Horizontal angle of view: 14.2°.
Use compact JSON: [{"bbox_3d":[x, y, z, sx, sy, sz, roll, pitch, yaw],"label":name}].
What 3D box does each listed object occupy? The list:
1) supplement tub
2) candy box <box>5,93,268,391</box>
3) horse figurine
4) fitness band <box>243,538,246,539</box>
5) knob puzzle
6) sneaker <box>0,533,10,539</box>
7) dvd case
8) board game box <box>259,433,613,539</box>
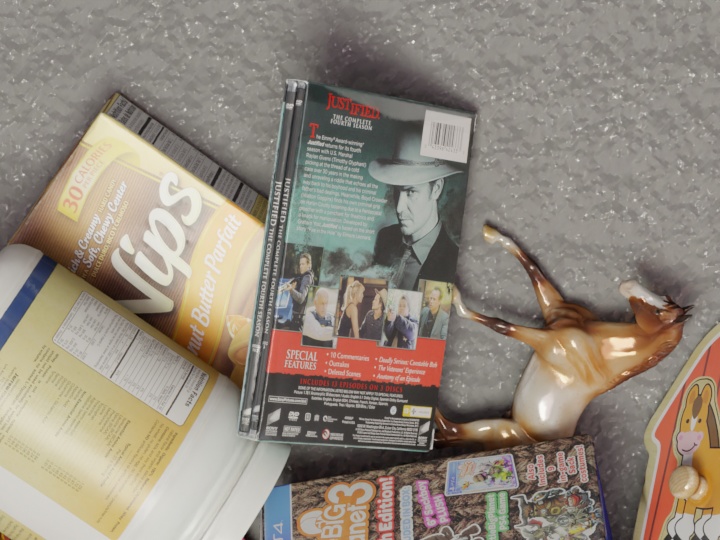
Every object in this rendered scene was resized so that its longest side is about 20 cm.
[{"bbox_3d":[-0.154,0.094,1.632,0.200,0.144,0.145,35,104,-5],"label":"supplement tub"},{"bbox_3d":[-0.098,0.002,1.696,0.200,0.055,0.116,35,106,-6],"label":"candy box"},{"bbox_3d":[0.093,0.071,1.707,0.132,0.050,0.200,30,104,1],"label":"horse figurine"},{"bbox_3d":[-0.128,0.237,1.714,0.143,0.037,0.200,38,68,-23],"label":"fitness band"},{"bbox_3d":[0.225,0.089,1.642,0.030,0.220,0.220,24,107,-33],"label":"knob puzzle"},{"bbox_3d":[-0.254,0.153,1.735,0.082,0.078,0.201,-4,104,6],"label":"sneaker"},{"bbox_3d":[0.000,0.000,1.635,0.022,0.146,0.201,10,93,44],"label":"dvd case"},{"bbox_3d":[0.054,0.199,1.690,0.199,0.097,0.160,-9,130,5],"label":"board game box"}]
